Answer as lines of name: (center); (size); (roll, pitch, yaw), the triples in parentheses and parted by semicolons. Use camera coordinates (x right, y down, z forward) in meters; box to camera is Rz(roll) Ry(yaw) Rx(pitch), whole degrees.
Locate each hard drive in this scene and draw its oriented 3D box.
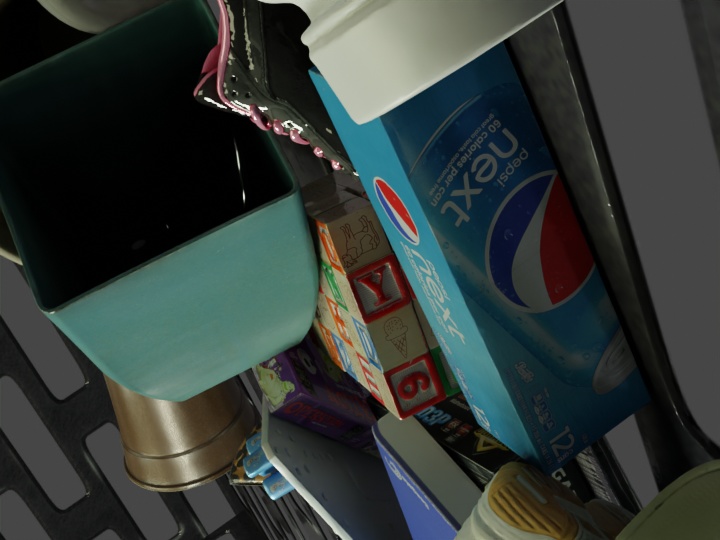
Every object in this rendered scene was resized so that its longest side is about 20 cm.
hard drive: (0.070, 0.183, 0.915); (0.132, 0.025, 0.201); (46, 163, 41)

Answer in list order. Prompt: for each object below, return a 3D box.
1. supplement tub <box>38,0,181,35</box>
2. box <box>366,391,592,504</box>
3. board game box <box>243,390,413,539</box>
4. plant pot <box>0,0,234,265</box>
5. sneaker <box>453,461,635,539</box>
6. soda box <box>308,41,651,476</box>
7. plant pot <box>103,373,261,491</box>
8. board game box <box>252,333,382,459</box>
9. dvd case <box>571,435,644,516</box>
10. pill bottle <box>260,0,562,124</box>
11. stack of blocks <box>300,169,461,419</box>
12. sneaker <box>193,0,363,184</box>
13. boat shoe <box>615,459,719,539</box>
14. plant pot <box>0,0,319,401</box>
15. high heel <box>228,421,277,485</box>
supplement tub: (-0.166, -0.225, 0.877); (0.200, 0.122, 0.123); (45, 164, 42)
box: (0.087, 0.148, 0.931); (0.160, 0.046, 0.200); (61, 166, -16)
board game box: (-0.010, 0.135, 1.061); (0.200, 0.026, 0.201); (50, -165, -23)
plant pot: (-0.173, -0.124, 1.025); (0.174, 0.198, 0.201); (-89, -25, -59)
sneaker: (0.102, 0.158, 0.754); (0.199, 0.088, 0.076); (31, -170, -41)
soda box: (0.055, -0.013, 0.687); (0.068, 0.064, 0.201); (35, 156, 59)
plant pot: (-0.255, 0.157, 2.132); (0.200, 0.199, 0.200); (40, 151, 54)
board game box: (-0.024, 0.062, 1.070); (0.200, 0.032, 0.121); (33, -149, -59)
dvd case: (0.121, 0.119, 0.883); (0.201, 0.016, 0.149); (61, 167, -16)
pill bottle: (-0.014, -0.154, 0.470); (0.201, 0.114, 0.114); (57, 168, -6)
stack of blocks: (0.000, 0.000, 0.921); (0.116, 0.058, 0.200); (69, 169, -14)
sneaker: (-0.026, -0.088, 0.723); (0.201, 0.095, 0.079); (61, 177, -17)
boat shoe: (0.103, 0.166, 0.659); (0.066, 0.199, 0.074); (46, 179, -32)
plant pot: (-0.103, -0.020, 0.883); (0.142, 0.140, 0.200); (62, 176, 28)
high heel: (-0.008, 0.192, 1.289); (0.201, 0.142, 0.072); (52, 168, 20)
